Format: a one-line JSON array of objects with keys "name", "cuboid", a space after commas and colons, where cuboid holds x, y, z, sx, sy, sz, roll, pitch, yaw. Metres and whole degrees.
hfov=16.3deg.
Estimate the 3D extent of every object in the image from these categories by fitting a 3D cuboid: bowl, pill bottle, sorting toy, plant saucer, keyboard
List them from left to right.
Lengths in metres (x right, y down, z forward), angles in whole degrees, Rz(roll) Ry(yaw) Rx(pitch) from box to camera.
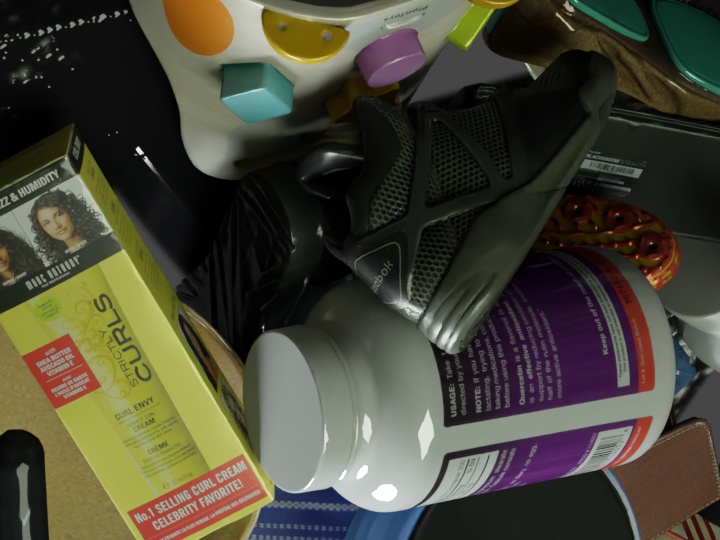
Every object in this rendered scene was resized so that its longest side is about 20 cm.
[{"name": "plant saucer", "cuboid": [-0.144, 0.086, 1.258, 0.199, 0.035, 0.201, -1, 111, -2]}, {"name": "sorting toy", "cuboid": [-0.012, -0.109, 1.204, 0.199, 0.107, 0.180, -19, 156, -22]}, {"name": "pill bottle", "cuboid": [0.047, 0.053, 1.221, 0.199, 0.113, 0.113, -8, 132, -31]}, {"name": "bowl", "cuboid": [0.074, 0.175, 1.339, 0.200, 0.039, 0.202, -5, 97, -39]}, {"name": "keyboard", "cuboid": [0.127, -0.057, 1.368, 0.199, 0.040, 0.104, 10, 132, -20]}, {"name": "pill bottle", "cuboid": [0.253, 0.020, 1.495, 0.111, 0.111, 0.200, -48, 139, 12]}]

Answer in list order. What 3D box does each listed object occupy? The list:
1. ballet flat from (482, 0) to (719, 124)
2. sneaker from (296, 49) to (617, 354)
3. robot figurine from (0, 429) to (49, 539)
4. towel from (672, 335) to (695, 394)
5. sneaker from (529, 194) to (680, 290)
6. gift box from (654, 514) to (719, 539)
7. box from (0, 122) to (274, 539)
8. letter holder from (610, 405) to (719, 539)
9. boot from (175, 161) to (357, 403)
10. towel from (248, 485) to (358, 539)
[{"name": "ballet flat", "cuboid": [0.137, -0.111, 1.328, 0.199, 0.068, 0.072, 15, 138, -44]}, {"name": "sneaker", "cuboid": [0.046, -0.059, 1.179, 0.200, 0.114, 0.076, -53, 176, -39]}, {"name": "robot figurine", "cuboid": [-0.234, 0.108, 1.180, 0.149, 0.125, 0.201, -8, 115, -28]}, {"name": "towel", "cuboid": [0.085, 0.076, 1.413, 0.200, 0.112, 0.049, -38, 172, -10]}, {"name": "sneaker", "cuboid": [0.078, 0.013, 1.360, 0.199, 0.073, 0.077, -14, 143, 17]}, {"name": "gift box", "cuboid": [0.183, 0.241, 1.589, 0.199, 0.187, 0.184, -34, 141, 18]}, {"name": "box", "cuboid": [-0.118, 0.036, 1.192, 0.075, 0.050, 0.201, -26, 111, 8]}, {"name": "letter holder", "cuboid": [0.096, 0.109, 1.471, 0.199, 0.101, 0.143, -30, 138, -11]}, {"name": "boot", "cuboid": [0.000, 0.000, 1.291, 0.167, 0.077, 0.200, -14, 151, -31]}, {"name": "towel", "cuboid": [-0.014, 0.153, 1.357, 0.144, 0.024, 0.201, 2, 95, 1]}]
